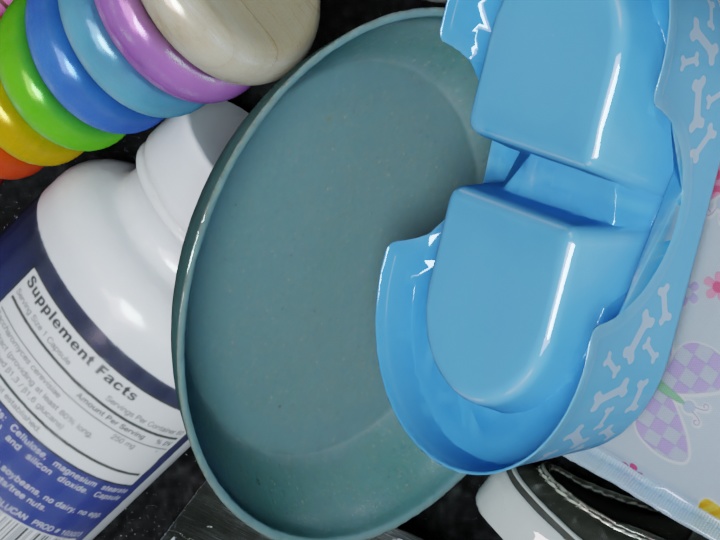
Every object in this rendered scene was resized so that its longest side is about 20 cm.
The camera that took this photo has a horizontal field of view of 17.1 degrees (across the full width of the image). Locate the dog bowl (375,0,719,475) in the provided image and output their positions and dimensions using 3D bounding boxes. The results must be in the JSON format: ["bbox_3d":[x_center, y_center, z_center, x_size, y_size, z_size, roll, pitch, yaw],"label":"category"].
[{"bbox_3d":[0.069,-0.028,0.808,0.111,0.049,0.201,23,102,50],"label":"dog bowl"}]

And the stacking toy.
[{"bbox_3d":[-0.111,-0.075,0.876,0.199,0.085,0.086,-24,95,37],"label":"stacking toy"}]

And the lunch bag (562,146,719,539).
[{"bbox_3d":[0.186,0.026,0.827,0.199,0.127,0.170,31,110,17],"label":"lunch bag"}]

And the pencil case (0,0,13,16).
[{"bbox_3d":[-0.106,-0.154,0.901,0.199,0.091,0.094,-16,92,16],"label":"pencil case"}]

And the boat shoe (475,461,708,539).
[{"bbox_3d":[0.140,0.116,0.902,0.199,0.071,0.064,29,104,-4],"label":"boat shoe"}]

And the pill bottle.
[{"bbox_3d":[-0.103,0.028,0.926,0.200,0.111,0.111,-43,89,19],"label":"pill bottle"}]

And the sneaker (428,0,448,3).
[{"bbox_3d":[0.009,-0.190,0.826,0.087,0.076,0.201,-20,105,32],"label":"sneaker"}]

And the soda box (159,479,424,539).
[{"bbox_3d":[0.018,0.147,0.894,0.199,0.071,0.064,24,141,17],"label":"soda box"}]

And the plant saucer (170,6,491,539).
[{"bbox_3d":[0.000,0.000,0.866,0.036,0.199,0.201,22,110,41],"label":"plant saucer"}]
